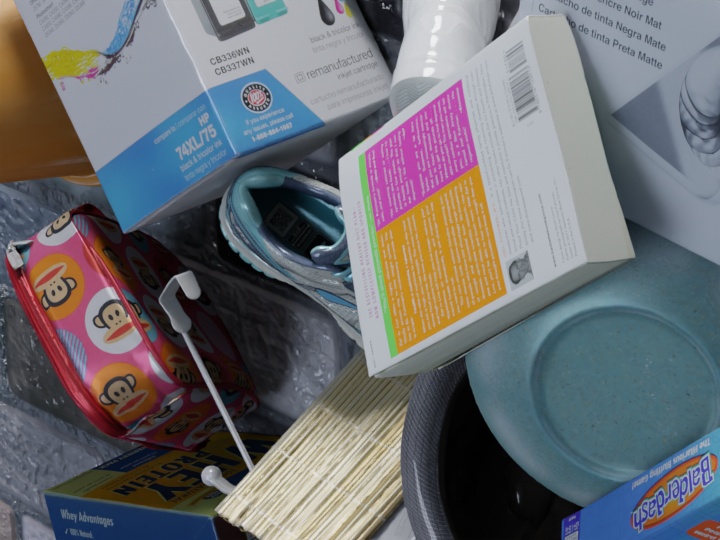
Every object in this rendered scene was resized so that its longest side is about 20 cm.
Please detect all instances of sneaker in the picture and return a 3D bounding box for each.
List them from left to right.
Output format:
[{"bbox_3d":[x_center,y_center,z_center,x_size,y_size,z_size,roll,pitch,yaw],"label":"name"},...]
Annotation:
[{"bbox_3d":[0.000,0.000,1.395,0.199,0.078,0.086,27,169,4],"label":"sneaker"},{"bbox_3d":[0.058,-0.105,1.353,0.073,0.116,0.200,6,152,6],"label":"sneaker"}]

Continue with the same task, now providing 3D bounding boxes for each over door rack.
[{"bbox_3d":[-0.041,0.081,1.476,0.066,0.147,0.201,-19,91,53],"label":"over door rack"}]

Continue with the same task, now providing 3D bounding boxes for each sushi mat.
[{"bbox_3d":[0.006,0.102,1.407,0.095,0.200,0.012,27,151,32],"label":"sushi mat"}]

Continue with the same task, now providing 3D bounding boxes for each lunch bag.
[{"bbox_3d":[-0.157,0.031,1.550,0.082,0.200,0.177,-34,72,10],"label":"lunch bag"}]

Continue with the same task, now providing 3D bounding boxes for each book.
[{"bbox_3d":[0.059,-0.035,1.219,0.200,0.048,0.134,-32,67,54],"label":"book"}]

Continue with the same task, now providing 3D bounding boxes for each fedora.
[{"bbox_3d":[0.107,0.113,1.356,0.090,0.176,0.201,140,126,-82],"label":"fedora"}]

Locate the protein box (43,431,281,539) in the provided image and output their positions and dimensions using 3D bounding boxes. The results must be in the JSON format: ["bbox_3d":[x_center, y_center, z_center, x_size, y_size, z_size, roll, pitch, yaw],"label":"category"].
[{"bbox_3d":[-0.096,0.233,1.617,0.198,0.135,0.201,0,108,47],"label":"protein box"}]

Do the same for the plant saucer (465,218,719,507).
[{"bbox_3d":[0.148,0.060,1.241,0.200,0.039,0.202,8,116,16],"label":"plant saucer"}]

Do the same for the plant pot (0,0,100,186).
[{"bbox_3d":[-0.237,-0.141,1.560,0.200,0.183,0.201,23,123,39],"label":"plant pot"}]

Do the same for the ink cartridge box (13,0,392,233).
[{"bbox_3d":[-0.105,-0.156,1.439,0.146,0.146,0.201,-29,86,50],"label":"ink cartridge box"}]

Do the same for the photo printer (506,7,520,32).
[{"bbox_3d":[0.170,-0.130,1.212,0.167,0.069,0.200,49,136,19],"label":"photo printer"}]

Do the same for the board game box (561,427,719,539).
[{"bbox_3d":[0.225,0.138,1.222,0.200,0.151,0.045,-41,37,48],"label":"board game box"}]

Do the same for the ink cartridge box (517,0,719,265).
[{"bbox_3d":[0.165,-0.112,1.142,0.199,0.040,0.201,29,127,34],"label":"ink cartridge box"}]

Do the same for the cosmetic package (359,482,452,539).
[{"bbox_3d":[0.043,0.212,1.449,0.082,0.051,0.200,2,138,31],"label":"cosmetic package"}]
